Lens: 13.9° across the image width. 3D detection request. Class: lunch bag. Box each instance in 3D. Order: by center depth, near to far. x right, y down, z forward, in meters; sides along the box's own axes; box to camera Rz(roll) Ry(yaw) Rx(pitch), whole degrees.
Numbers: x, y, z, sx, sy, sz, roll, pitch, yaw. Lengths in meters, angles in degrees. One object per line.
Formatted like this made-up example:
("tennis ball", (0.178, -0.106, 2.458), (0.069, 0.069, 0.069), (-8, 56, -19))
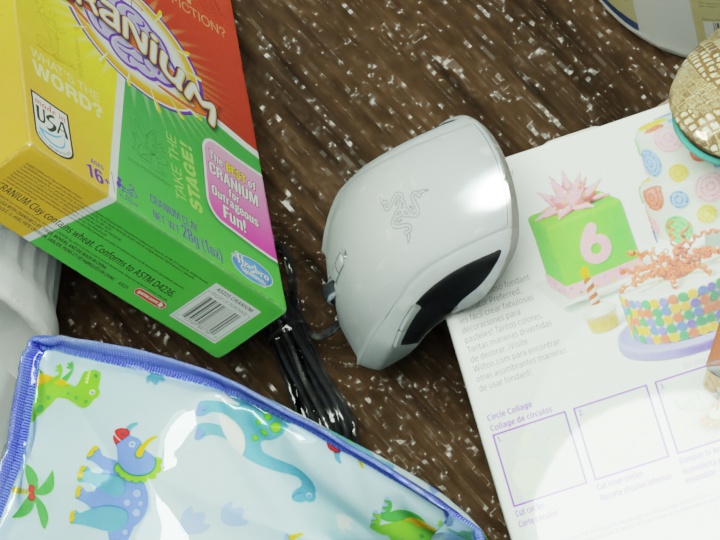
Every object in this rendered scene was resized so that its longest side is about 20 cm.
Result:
("lunch bag", (-0.034, 0.117, 1.171), (0.199, 0.170, 0.128), (9, 74, 13))

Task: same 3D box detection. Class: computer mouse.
("computer mouse", (0.000, 0.000, 1.198), (0.044, 0.200, 0.110), (-6, 67, -29))

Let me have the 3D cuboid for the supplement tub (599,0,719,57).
("supplement tub", (0.147, -0.182, 1.210), (0.144, 0.200, 0.145), (-3, 73, 10))

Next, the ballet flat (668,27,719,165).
("ballet flat", (0.204, -0.097, 1.190), (0.200, 0.065, 0.071), (-24, 69, -39))

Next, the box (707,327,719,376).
("box", (0.226, -0.035, 1.069), (0.124, 0.097, 0.201), (-10, 54, 53))

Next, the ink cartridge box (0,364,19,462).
("ink cartridge box", (-0.200, 0.079, 1.198), (0.144, 0.200, 0.084), (11, 75, 14))

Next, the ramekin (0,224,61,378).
("ramekin", (-0.216, -0.024, 1.239), (0.199, 0.201, 0.098), (5, 67, 12))

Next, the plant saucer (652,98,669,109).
("plant saucer", (0.181, 0.013, 1.234), (0.199, 0.034, 0.201), (-3, 74, 11))

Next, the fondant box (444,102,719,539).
("fondant box", (0.116, 0.042, 1.190), (0.144, 0.058, 0.201), (-18, 72, 5))

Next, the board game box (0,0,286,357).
("board game box", (-0.106, -0.080, 1.221), (0.040, 0.153, 0.201), (-33, 46, 24))
